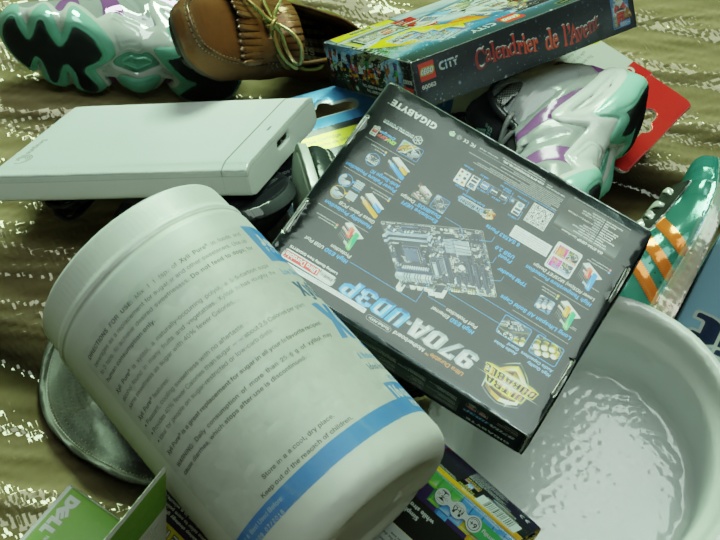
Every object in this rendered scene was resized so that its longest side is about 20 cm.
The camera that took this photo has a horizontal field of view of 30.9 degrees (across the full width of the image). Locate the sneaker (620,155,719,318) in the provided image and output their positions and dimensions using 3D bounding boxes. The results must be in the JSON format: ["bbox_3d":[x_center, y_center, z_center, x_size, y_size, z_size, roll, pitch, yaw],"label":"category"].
[{"bbox_3d":[0.208,-0.008,0.965,0.080,0.071,0.201,27,77,10],"label":"sneaker"}]

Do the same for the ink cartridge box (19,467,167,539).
[{"bbox_3d":[-0.175,0.185,0.702,0.076,0.200,0.148,31,54,13],"label":"ink cartridge box"}]

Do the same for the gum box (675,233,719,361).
[{"bbox_3d":[0.302,0.087,0.959,0.169,0.045,0.200,29,55,11],"label":"gum box"}]

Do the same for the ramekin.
[{"bbox_3d":[0.142,0.123,0.843,0.199,0.098,0.201,-1,66,3],"label":"ramekin"}]

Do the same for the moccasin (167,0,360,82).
[{"bbox_3d":[-0.070,-0.184,1.022,0.201,0.078,0.074,4,71,-52],"label":"moccasin"}]

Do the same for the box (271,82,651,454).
[{"bbox_3d":[0.058,-0.006,0.819,0.200,0.046,0.159,31,70,10],"label":"box"}]

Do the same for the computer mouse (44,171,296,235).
[{"bbox_3d":[-0.117,-0.057,0.953,0.199,0.046,0.140,5,31,29],"label":"computer mouse"}]

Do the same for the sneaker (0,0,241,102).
[{"bbox_3d":[-0.192,-0.215,1.083,0.199,0.078,0.140,11,50,-14],"label":"sneaker"}]

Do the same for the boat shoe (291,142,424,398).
[{"bbox_3d":[0.000,0.000,0.879,0.060,0.076,0.201,-11,69,-14],"label":"boat shoe"}]

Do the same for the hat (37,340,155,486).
[{"bbox_3d":[-0.123,0.046,0.890,0.200,0.081,0.201,5,54,-7],"label":"hat"}]

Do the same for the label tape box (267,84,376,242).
[{"bbox_3d":[0.004,-0.049,0.996,0.143,0.066,0.200,-18,57,-21],"label":"label tape box"}]

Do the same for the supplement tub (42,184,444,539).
[{"bbox_3d":[-0.063,0.065,0.705,0.132,0.132,0.200,-33,71,-29],"label":"supplement tub"}]

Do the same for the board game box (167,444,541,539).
[{"bbox_3d":[-0.020,0.155,0.784,0.200,0.166,0.057,40,13,19],"label":"board game box"}]

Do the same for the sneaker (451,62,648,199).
[{"bbox_3d":[0.118,-0.084,0.971,0.139,0.078,0.200,19,53,19],"label":"sneaker"}]

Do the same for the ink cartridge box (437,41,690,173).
[{"bbox_3d":[0.160,-0.146,1.093,0.200,0.067,0.116,37,57,17],"label":"ink cartridge box"}]

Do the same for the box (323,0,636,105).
[{"bbox_3d":[0.090,-0.181,0.999,0.199,0.038,0.136,-23,25,-21],"label":"box"}]

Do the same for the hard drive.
[{"bbox_3d":[-0.147,-0.089,0.945,0.199,0.027,0.132,0,28,20],"label":"hard drive"}]
